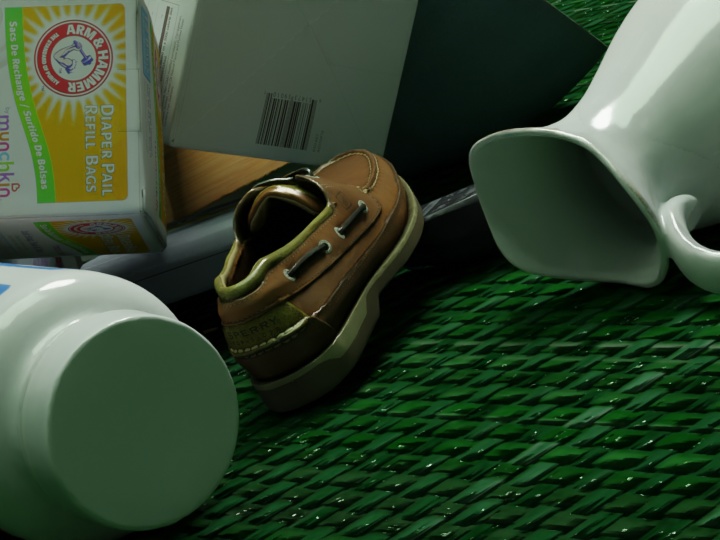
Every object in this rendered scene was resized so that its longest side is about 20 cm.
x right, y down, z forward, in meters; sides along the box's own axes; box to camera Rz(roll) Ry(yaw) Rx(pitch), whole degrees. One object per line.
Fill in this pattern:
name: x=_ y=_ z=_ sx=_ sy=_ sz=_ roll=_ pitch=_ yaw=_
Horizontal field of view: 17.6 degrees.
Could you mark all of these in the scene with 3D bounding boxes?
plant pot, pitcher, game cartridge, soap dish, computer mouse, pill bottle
plant pot: x=0.029 y=-0.137 z=1.393 sx=0.135 sy=0.199 sz=0.200 roll=-55 pitch=11 yaw=8
pitcher: x=0.174 y=-0.066 z=1.045 sx=0.200 sy=0.122 sz=0.171 roll=-38 pitch=41 yaw=-26
game cartridge: x=-0.069 y=-0.018 z=1.259 sx=0.132 sy=0.041 sz=0.200 roll=-15 pitch=5 yaw=8
soap dish: x=-0.105 y=-0.078 z=1.508 sx=0.157 sy=0.082 sz=0.200 roll=-5 pitch=19 yaw=47
computer mouse: x=0.000 y=0.000 z=1.181 sx=0.199 sy=0.034 sz=0.059 roll=-22 pitch=8 yaw=21
pill bottle: x=-0.132 y=0.054 z=0.960 sx=0.112 sy=0.113 sz=0.200 roll=-26 pitch=15 yaw=-26

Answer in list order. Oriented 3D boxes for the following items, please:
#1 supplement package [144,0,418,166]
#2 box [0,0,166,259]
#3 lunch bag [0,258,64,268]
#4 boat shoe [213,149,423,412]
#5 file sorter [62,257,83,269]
supplement package: x=-0.090 y=-0.154 z=1.286 sx=0.151 sy=0.152 sz=0.199 roll=5 pitch=11 yaw=-42
box: x=-0.196 y=-0.066 z=1.126 sx=0.198 sy=0.113 sz=0.101 roll=-2 pitch=-10 yaw=1
lunch bag: x=-0.272 y=-0.002 z=1.254 sx=0.199 sy=0.171 sz=0.127 roll=-14 pitch=12 yaw=9
boat shoe: x=-0.020 y=-0.017 z=1.091 sx=0.072 sy=0.068 sz=0.200 roll=-27 pitch=21 yaw=19
file sorter: x=-0.258 y=-0.021 z=1.385 sx=0.199 sy=0.140 sz=0.125 roll=-17 pitch=10 yaw=10
